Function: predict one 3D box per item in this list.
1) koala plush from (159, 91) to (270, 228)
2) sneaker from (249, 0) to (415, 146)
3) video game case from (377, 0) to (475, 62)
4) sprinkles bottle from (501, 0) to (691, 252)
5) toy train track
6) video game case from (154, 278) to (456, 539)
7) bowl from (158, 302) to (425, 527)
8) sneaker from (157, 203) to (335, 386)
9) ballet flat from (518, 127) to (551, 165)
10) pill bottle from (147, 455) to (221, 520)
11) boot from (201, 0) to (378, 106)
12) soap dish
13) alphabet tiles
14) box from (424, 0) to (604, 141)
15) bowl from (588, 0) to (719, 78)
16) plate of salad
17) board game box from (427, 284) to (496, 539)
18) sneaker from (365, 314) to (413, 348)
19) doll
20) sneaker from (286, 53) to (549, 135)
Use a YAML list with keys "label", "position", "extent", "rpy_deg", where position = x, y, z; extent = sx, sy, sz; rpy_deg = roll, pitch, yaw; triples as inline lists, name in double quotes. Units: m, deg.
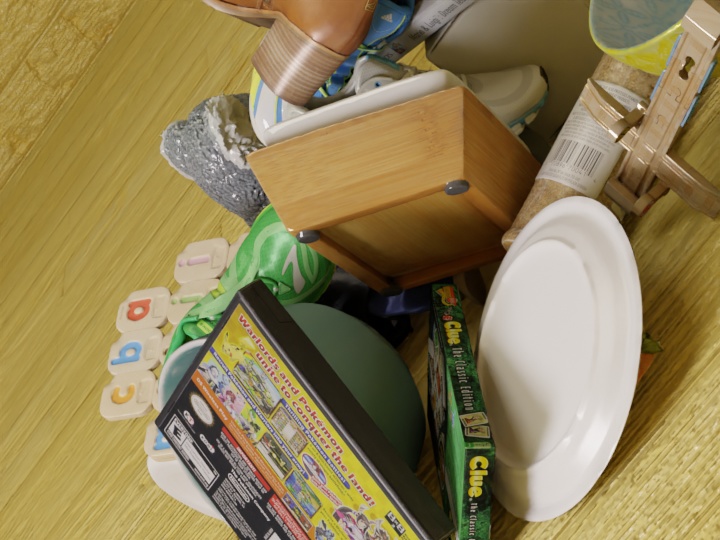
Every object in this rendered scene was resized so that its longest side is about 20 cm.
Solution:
- label: "koala plush"
  position: [-0.073, -0.081, 1.634]
  extent: [0.185, 0.199, 0.177]
  rpy_deg: [-62, 20, -13]
- label: "sneaker"
  position: [-0.018, -0.177, 1.406]
  extent: [0.202, 0.075, 0.105]
  rpy_deg: [-66, 23, 6]
- label: "video game case"
  position: [0.075, -0.261, 1.432]
  extent: [0.182, 0.024, 0.201]
  rpy_deg: [-31, 35, 57]
- label: "sprinkles bottle"
  position: [0.168, -0.088, 1.263]
  extent: [0.201, 0.068, 0.068]
  rpy_deg: [-61, 20, -10]
- label: "toy train track"
  position: [0.177, -0.090, 1.121]
  extent: [0.032, 0.115, 0.201]
  rpy_deg: [-38, -18, -28]
- label: "video game case"
  position: [-0.042, 0.131, 1.218]
  extent: [0.025, 0.200, 0.181]
  rpy_deg: [-29, -15, -37]
- label: "bowl"
  position: [-0.032, 0.104, 1.314]
  extent: [0.105, 0.201, 0.200]
  rpy_deg: [-43, 7, -40]
- label: "sneaker"
  position: [-0.083, 0.032, 1.376]
  extent: [0.200, 0.074, 0.084]
  rpy_deg: [-53, 3, 30]
- label: "ballet flat"
  position: [0.059, -0.084, 1.438]
  extent: [0.199, 0.063, 0.068]
  rpy_deg: [12, 101, 46]
- label: "pill bottle"
  position: [-0.087, 0.094, 1.529]
  extent: [0.112, 0.112, 0.201]
  rpy_deg: [-25, 36, 56]
- label: "boot"
  position: [-0.043, -0.235, 1.365]
  extent: [0.155, 0.073, 0.200]
  rpy_deg: [-51, 57, 23]
- label: "soap dish"
  position: [0.035, -0.053, 1.286]
  extent: [0.156, 0.200, 0.082]
  rpy_deg: [-16, 68, 19]
- label: "alphabet tiles"
  position: [-0.112, 0.057, 1.483]
  extent: [0.194, 0.015, 0.202]
  rpy_deg: [-10, 53, 22]
- label: "box"
  position: [0.125, -0.216, 1.474]
  extent: [0.109, 0.127, 0.201]
  rpy_deg: [-49, 21, 26]
- label: "bowl"
  position: [0.246, -0.191, 1.173]
  extent: [0.200, 0.107, 0.201]
  rpy_deg: [-46, 23, 26]
- label: "plate of salad"
  position: [0.125, 0.055, 1.162]
  extent: [0.200, 0.048, 0.202]
  rpy_deg: [-170, 90, -66]
- label: "board game box"
  position: [0.063, 0.102, 1.213]
  extent: [0.201, 0.023, 0.106]
  rpy_deg: [-98, 10, -61]
- label: "sneaker"
  position: [0.018, 0.024, 1.480]
  extent: [0.089, 0.078, 0.201]
  rpy_deg: [11, 68, 47]
- label: "doll"
  position: [0.000, 0.000, 1.424]
  extent: [0.198, 0.049, 0.138]
  rpy_deg: [-9, 54, 26]
- label: "sneaker"
  position: [0.038, -0.122, 1.370]
  extent: [0.198, 0.087, 0.075]
  rpy_deg: [-18, 28, 6]
